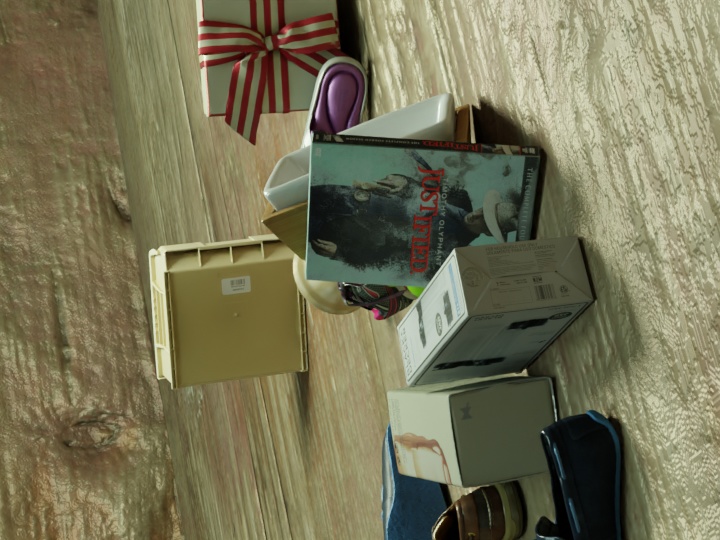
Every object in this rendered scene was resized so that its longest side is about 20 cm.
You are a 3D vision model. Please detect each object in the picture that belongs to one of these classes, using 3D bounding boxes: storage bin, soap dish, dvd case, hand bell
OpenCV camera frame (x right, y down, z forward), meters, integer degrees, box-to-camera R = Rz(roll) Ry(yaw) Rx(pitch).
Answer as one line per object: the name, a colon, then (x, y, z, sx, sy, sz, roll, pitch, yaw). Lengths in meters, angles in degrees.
storage bin: (-0.185, 0.053, 2.420, 0.094, 0.200, 0.199, -149, 54, -69)
soap dish: (0.014, -0.087, 1.615, 0.157, 0.200, 0.081, -77, -35, -72)
dvd case: (0.052, -0.050, 1.536, 0.022, 0.200, 0.146, -88, 2, -57)
hand bell: (0.009, -0.031, 1.949, 0.200, 0.104, 0.104, -39, 58, 58)

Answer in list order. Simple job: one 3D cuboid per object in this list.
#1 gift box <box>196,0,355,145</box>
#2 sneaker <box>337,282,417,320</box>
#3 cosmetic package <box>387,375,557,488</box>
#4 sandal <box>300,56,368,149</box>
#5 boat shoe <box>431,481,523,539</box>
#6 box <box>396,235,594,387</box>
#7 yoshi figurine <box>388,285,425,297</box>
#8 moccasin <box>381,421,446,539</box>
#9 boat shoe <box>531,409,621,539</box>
gift box: (-0.103, -0.254, 2.065, 0.187, 0.184, 0.200, -150, 51, -82)
sneaker: (0.000, 0.000, 1.771, 0.200, 0.075, 0.081, 34, -160, -50)
cosmetic package: (0.102, 0.147, 1.609, 0.200, 0.103, 0.087, 166, 95, -76)
sandal: (-0.030, -0.144, 1.996, 0.050, 0.082, 0.203, -103, 12, -72)
boat shoe: (0.102, 0.261, 1.716, 0.200, 0.067, 0.072, 113, 147, -61)
box: (0.112, 0.039, 1.504, 0.200, 0.116, 0.060, 119, 142, -66)
yoshi figurine: (0.065, -0.027, 1.673, 0.200, 0.112, 0.113, -120, 34, -49)
moccasin: (0.061, 0.260, 1.882, 0.068, 0.080, 0.200, 101, 172, -60)
boat shoe: (0.173, 0.213, 1.438, 0.084, 0.069, 0.200, -157, 62, -73)
